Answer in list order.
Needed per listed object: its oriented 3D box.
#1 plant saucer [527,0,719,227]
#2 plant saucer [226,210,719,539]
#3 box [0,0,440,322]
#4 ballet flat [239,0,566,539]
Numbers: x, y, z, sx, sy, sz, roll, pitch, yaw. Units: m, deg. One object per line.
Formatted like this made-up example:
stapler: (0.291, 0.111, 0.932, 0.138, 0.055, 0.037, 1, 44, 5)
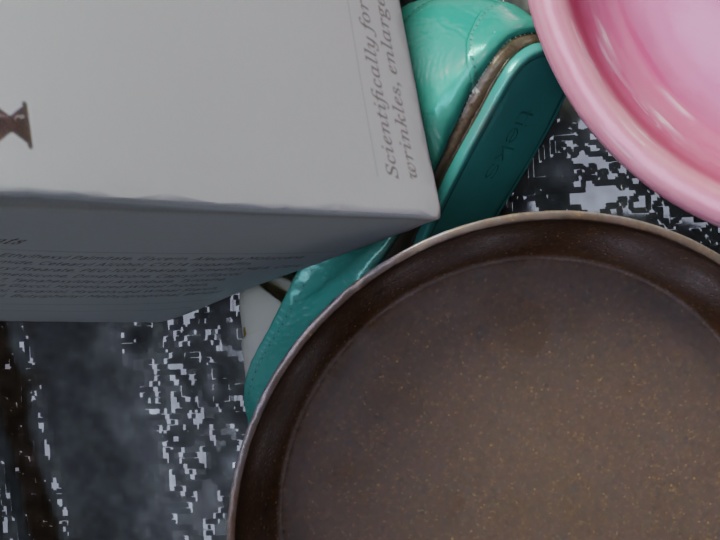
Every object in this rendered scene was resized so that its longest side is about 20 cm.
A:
plant saucer: (0.151, -0.105, 0.680, 0.200, 0.051, 0.201, 0, 90, 10)
plant saucer: (0.055, 0.077, 0.692, 0.200, 0.034, 0.201, -2, 101, -10)
box: (-0.100, -0.094, 0.645, 0.131, 0.200, 0.199, -18, 77, 40)
ballet flat: (0.000, 0.000, 0.727, 0.070, 0.067, 0.200, 31, 99, 36)
